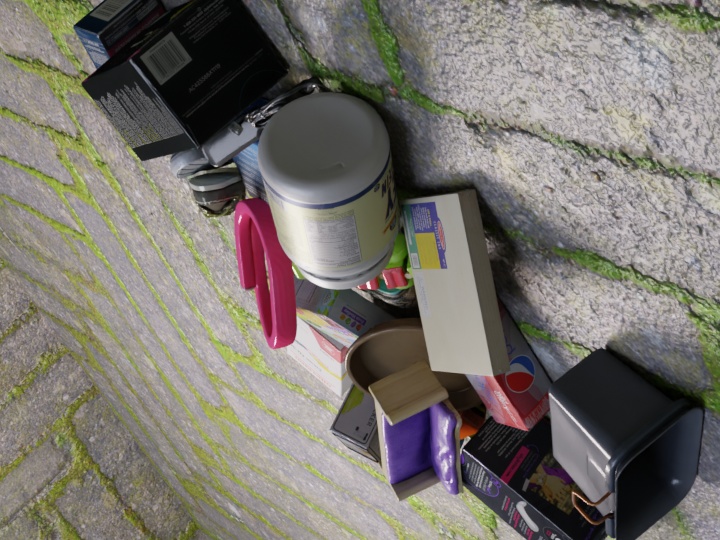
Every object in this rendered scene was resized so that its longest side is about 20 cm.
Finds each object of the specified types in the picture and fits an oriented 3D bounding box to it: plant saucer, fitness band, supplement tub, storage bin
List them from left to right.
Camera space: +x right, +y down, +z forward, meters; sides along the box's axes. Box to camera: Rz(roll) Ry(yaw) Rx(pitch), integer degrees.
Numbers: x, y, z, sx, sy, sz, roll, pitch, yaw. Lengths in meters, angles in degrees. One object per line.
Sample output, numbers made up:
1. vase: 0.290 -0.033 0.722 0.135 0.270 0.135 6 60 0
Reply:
1. fitness band: -0.120 0.003 1.721 0.144 0.037 0.201 -128 29 -54
2. supplement tub: -0.031 -0.084 1.525 0.145 0.145 0.201 35 157 26
3. plant saucer: 0.079 0.119 1.726 0.198 0.030 0.201 7 144 5
4. storage bin: 0.272 0.192 1.486 0.134 0.145 0.201 44 162 34

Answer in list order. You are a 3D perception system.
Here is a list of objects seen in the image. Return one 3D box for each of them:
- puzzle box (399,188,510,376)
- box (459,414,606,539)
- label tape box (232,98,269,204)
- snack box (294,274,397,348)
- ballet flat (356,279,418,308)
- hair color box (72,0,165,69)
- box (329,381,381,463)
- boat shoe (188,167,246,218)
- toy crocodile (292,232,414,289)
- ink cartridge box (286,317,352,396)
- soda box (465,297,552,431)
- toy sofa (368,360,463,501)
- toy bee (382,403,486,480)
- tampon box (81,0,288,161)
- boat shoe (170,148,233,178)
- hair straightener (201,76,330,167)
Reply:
1. puzzle box: 0.102 0.013 1.495 0.133 0.025 0.202 0 102 63
2. box: 0.231 0.273 1.735 0.200 0.106 0.122 40 158 18
3. label tape box: -0.086 -0.109 1.698 0.144 0.063 0.201 32 155 36
4. snack box: -0.003 0.073 1.803 0.200 0.053 0.142 34 170 -33
5. ballet flat: 0.000 0.000 1.747 0.199 0.068 0.075 29 168 33
6. hair color box: -0.272 -0.255 1.737 0.060 0.100 0.201 25 151 40
7. box: 0.020 0.200 1.915 0.060 0.117 0.200 25 171 12
8. boat shoe: -0.183 -0.100 1.793 0.202 0.071 0.061 -83 -9 -81
9. toy crocodile: 0.005 -0.004 1.652 0.198 0.062 0.068 1 142 20
10. ink cartridge box: -0.050 0.110 2.025 0.116 0.067 0.200 38 158 19
11. soda box: 0.154 0.096 1.619 0.070 0.063 0.201 10 138 57
12. toy sofa: 0.071 0.217 1.725 0.098 0.082 0.201 57 164 36
13. toy bee: 0.104 0.204 1.882 0.199 0.109 0.131 -18 125 35
14. tampon box: -0.210 -0.228 1.597 0.127 0.150 0.200 53 158 -18
15. boat shoe: -0.205 -0.161 1.727 0.200 0.073 0.067 -37 -77 -83
16. hair straightener: -0.112 -0.166 1.551 0.199 0.077 0.041 -22 103 39
